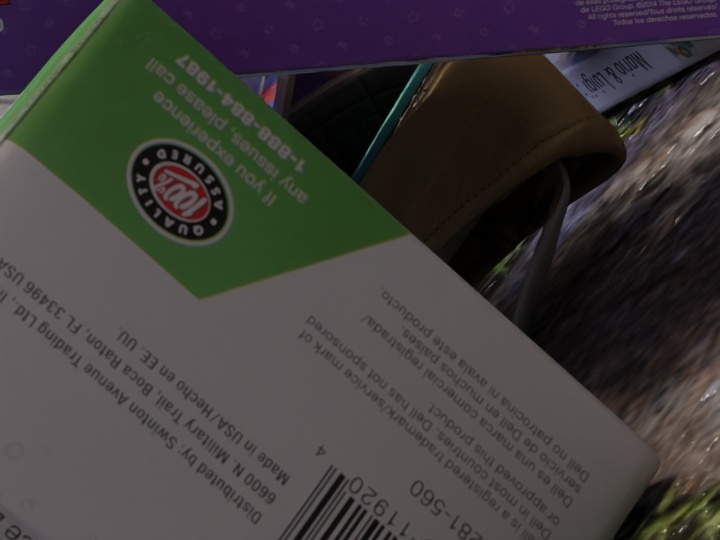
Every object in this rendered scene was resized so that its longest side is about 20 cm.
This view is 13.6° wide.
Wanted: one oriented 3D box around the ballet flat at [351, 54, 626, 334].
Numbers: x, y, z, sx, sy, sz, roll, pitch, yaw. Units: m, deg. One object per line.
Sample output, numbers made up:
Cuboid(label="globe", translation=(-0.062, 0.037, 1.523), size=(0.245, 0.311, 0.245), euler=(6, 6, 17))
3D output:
Cuboid(label="ballet flat", translation=(-0.001, 0.026, 0.758), size=(0.201, 0.063, 0.069), euler=(-55, -12, -13))

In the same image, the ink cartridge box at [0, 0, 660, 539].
Cuboid(label="ink cartridge box", translation=(-0.059, 0.071, 0.575), size=(0.200, 0.146, 0.084), euler=(-52, 9, -27))

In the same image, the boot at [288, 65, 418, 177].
Cuboid(label="boot", translation=(-0.055, 0.007, 0.859), size=(0.200, 0.073, 0.150), euler=(-47, 22, -16))

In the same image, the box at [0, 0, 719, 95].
Cuboid(label="box", translation=(0.014, -0.067, 0.691), size=(0.199, 0.039, 0.137), euler=(-4, 4, 8))

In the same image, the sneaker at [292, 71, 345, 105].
Cuboid(label="sneaker", translation=(0.035, -0.094, 0.859), size=(0.200, 0.088, 0.081), euler=(-46, 12, 30))

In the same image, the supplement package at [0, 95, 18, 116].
Cuboid(label="supplement package", translation=(-0.179, 0.024, 1.135), size=(0.152, 0.150, 0.201), euler=(-68, 0, -69))

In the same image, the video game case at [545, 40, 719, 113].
Cuboid(label="video game case", translation=(0.134, -0.130, 0.902), size=(0.200, 0.024, 0.182), euler=(-51, 9, -21))

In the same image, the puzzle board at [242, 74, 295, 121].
Cuboid(label="puzzle board", translation=(-0.079, 0.009, 0.767), size=(0.150, 0.017, 0.200), euler=(-37, 24, 25))
